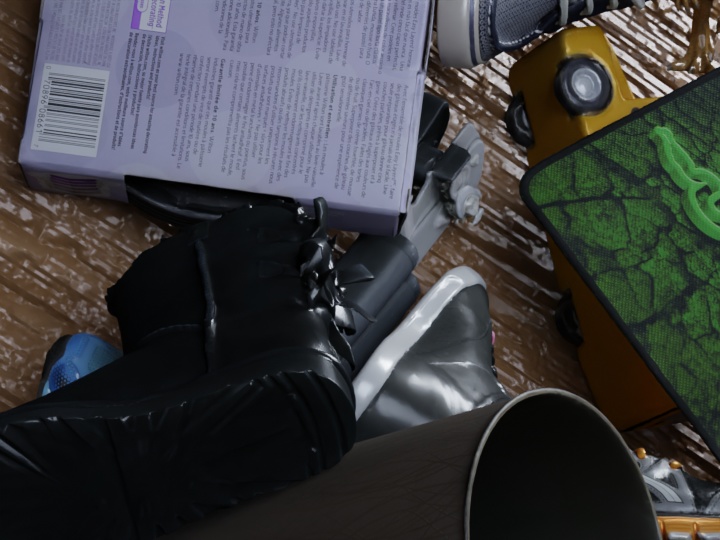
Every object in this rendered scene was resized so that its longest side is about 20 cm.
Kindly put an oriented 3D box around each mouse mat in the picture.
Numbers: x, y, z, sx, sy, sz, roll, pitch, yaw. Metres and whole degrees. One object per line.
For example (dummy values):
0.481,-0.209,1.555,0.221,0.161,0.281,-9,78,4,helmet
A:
0.191,-0.008,1.233,0.161,0.008,0.200,-28,64,-14,mouse mat

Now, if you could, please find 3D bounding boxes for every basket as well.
0.001,0.134,1.055,0.180,0.200,0.136,-3,80,-60,basket

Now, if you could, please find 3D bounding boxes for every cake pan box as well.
-0.057,-0.118,1.214,0.184,0.052,0.200,6,76,1,cake pan box

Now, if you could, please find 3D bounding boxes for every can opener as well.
0.000,0.000,1.254,0.066,0.053,0.200,22,59,21,can opener

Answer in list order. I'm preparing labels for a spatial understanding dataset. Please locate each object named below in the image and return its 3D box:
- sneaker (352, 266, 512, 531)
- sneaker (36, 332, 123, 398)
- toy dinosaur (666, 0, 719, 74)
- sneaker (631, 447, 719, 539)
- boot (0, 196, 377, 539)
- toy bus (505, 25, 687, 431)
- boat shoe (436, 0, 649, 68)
0.049,0.064,1.192,0.099,0.071,0.200,38,21,2,sneaker
-0.055,0.086,1.162,0.200,0.090,0.078,37,36,-15,sneaker
0.199,-0.155,1.343,0.060,0.200,0.106,8,101,9,toy dinosaur
0.107,0.108,1.225,0.199,0.078,0.077,2,60,-1,sneaker
-0.089,0.042,1.073,0.198,0.163,0.073,-17,117,4,boot
0.137,-0.023,1.307,0.078,0.065,0.200,-8,78,-26,toy bus
0.103,-0.151,1.267,0.093,0.075,0.200,6,29,16,boat shoe
